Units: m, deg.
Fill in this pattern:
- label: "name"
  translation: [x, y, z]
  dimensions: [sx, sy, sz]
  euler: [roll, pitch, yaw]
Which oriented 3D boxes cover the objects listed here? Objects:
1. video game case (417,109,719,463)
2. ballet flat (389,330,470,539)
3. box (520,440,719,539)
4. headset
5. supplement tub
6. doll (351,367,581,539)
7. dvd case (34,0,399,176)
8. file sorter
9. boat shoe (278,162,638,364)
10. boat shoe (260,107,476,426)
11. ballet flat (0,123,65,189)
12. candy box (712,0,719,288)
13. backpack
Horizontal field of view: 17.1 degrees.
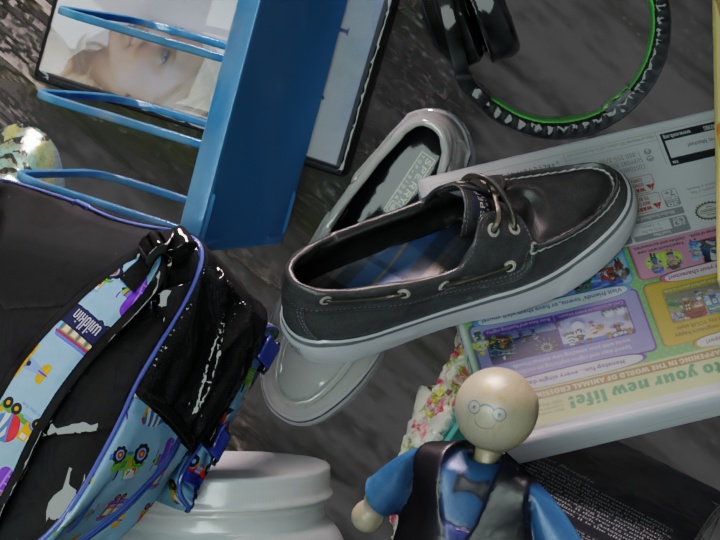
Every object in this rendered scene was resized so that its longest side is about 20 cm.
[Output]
- label: "video game case"
  translation: [0.146, 0.003, 1.256]
  dimensions: [0.199, 0.022, 0.183]
  euler: [-13, 53, -3]
- label: "ballet flat"
  translation: [0.068, 0.064, 1.340]
  dimensions: [0.064, 0.076, 0.200]
  euler: [36, 98, 49]
- label: "box"
  translation: [0.087, 0.201, 1.258]
  dimensions: [0.123, 0.198, 0.201]
  euler: [26, 105, 13]
- label: "headset"
  translation: [0.084, -0.166, 1.328]
  dimensions: [0.123, 0.094, 0.200]
  euler: [-39, 98, 8]
- label: "supplement tub"
  translation: [-0.077, 0.208, 1.338]
  dimensions: [0.140, 0.140, 0.201]
  euler: [1, 93, 14]
- label: "doll"
  translation: [0.052, 0.144, 1.129]
  dimensions: [0.136, 0.048, 0.201]
  euler: [13, 96, 26]
- label: "dvd case"
  translation: [-0.080, -0.150, 1.385]
  dimensions: [0.199, 0.018, 0.143]
  euler: [18, 96, 12]
- label: "file sorter"
  translation: [-0.092, -0.124, 1.311]
  dimensions: [0.122, 0.139, 0.201]
  euler: [17, 97, 17]
- label: "boat shoe"
  translation: [0.050, -0.017, 1.227]
  dimensions: [0.199, 0.066, 0.070]
  euler: [-19, 54, -7]
- label: "boat shoe"
  translation: [0.000, 0.000, 1.347]
  dimensions: [0.072, 0.066, 0.200]
  euler: [36, 100, 10]
- label: "ballet flat"
  translation: [-0.225, 0.012, 1.404]
  dimensions: [0.074, 0.074, 0.201]
  euler: [17, 96, 13]
- label: "candy box"
  translation: [0.242, -0.068, 1.236]
  dimensions: [0.115, 0.055, 0.201]
  euler: [-5, 55, 14]
- label: "backpack"
  translation: [-0.160, 0.070, 1.245]
  dimensions: [0.182, 0.135, 0.201]
  euler: [16, 72, 34]
